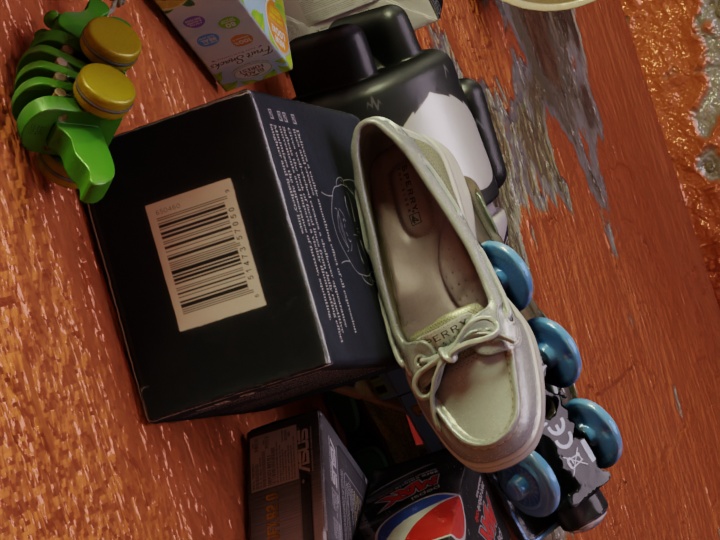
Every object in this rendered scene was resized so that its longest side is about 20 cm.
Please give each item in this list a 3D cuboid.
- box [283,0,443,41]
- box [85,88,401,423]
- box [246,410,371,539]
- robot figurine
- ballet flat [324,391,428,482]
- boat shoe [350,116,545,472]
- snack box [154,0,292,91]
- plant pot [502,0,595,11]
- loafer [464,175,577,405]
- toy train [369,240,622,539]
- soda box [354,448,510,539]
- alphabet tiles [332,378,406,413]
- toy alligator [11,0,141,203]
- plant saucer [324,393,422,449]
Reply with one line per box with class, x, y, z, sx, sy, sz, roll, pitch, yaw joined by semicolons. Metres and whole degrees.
box;0.000;-0.218;1.930;0.200;0.116;0.060;-76;143;-61
box;-0.055;-0.006;1.482;0.200;0.107;0.149;4;68;-74
box;-0.009;0.203;1.525;0.159;0.048;0.201;59;20;-45
robot figurine;0.022;-0.070;1.808;0.125;0.150;0.201;-117;-173;-82
ballet flat;0.018;0.099;1.691;0.071;0.070;0.201;-1;72;-75
boat shoe;0.041;0.012;1.476;0.065;0.074;0.203;30;41;-61
snack box;-0.100;-0.231;1.692;0.142;0.053;0.201;49;27;-54
plant pot;0.179;-0.349;2.644;0.183;0.200;0.201;-63;135;-84
loafer;0.091;0.031;1.687;0.063;0.072;0.201;-28;90;-42
toy train;0.072;0.069;1.620;0.087;0.114;0.200;-33;95;-35
soda box;0.035;0.170;1.502;0.200;0.063;0.071;-72;142;-67
alphabet tiles;0.000;0.000;1.671;0.200;0.008;0.168;18;60;-37
toy alligator;-0.145;-0.106;1.386;0.054;0.059;0.200;21;37;-17
plant saucer;0.033;0.115;1.813;0.200;0.037;0.200;-26;98;-76
